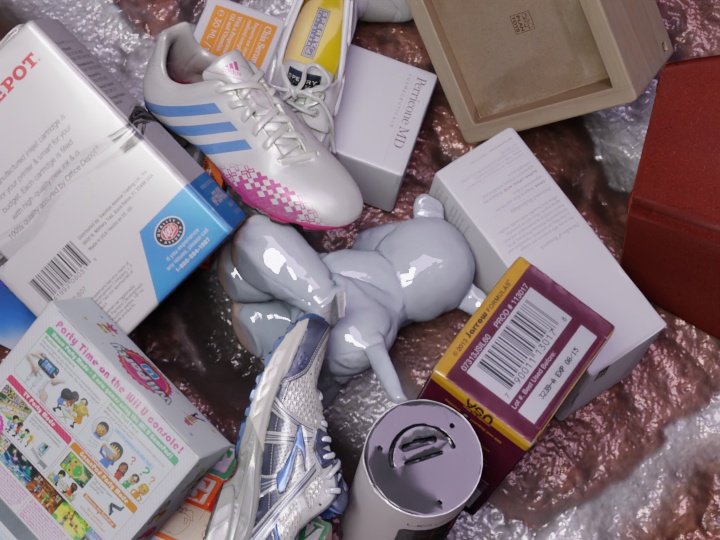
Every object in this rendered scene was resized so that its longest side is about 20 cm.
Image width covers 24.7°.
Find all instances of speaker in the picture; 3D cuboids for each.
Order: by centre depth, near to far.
[{"bbox_3d":[0.032,0.157,1.152,0.080,0.200,0.082,2,67,-5],"label":"speaker"}]

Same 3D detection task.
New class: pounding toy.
[{"bbox_3d":[0.124,-0.223,1.319,0.142,0.199,0.185,-46,117,-50],"label":"pounding toy"}]

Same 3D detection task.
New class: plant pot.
[{"bbox_3d":[0.304,-0.059,1.291,0.175,0.200,0.201,14,66,11],"label":"plant pot"}]

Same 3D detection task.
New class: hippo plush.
[{"bbox_3d":[0.000,0.000,1.231,0.160,0.200,0.160,-35,97,-27],"label":"hippo plush"}]

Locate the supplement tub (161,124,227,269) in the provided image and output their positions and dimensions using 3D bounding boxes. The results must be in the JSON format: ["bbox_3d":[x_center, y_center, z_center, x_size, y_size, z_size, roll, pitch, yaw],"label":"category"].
[{"bbox_3d":[-0.204,-0.066,1.260,0.198,0.123,0.123,11,66,-3],"label":"supplement tub"}]

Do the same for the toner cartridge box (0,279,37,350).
[{"bbox_3d":[-0.281,0.003,1.173,0.043,0.200,0.095,-49,47,6],"label":"toner cartridge box"}]

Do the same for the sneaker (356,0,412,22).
[{"bbox_3d":[0.013,-0.295,1.419,0.091,0.076,0.202,7,66,-23],"label":"sneaker"}]

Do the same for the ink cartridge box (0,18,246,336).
[{"bbox_3d":[-0.201,-0.056,1.151,0.146,0.084,0.200,-43,94,11],"label":"ink cartridge box"}]

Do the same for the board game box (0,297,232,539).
[{"bbox_3d":[-0.206,0.141,1.098,0.148,0.064,0.200,44,103,12],"label":"board game box"}]

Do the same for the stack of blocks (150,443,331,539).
[{"bbox_3d":[-0.121,0.180,1.168,0.199,0.059,0.115,21,53,15],"label":"stack of blocks"}]

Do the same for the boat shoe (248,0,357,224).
[{"bbox_3d":[-0.043,-0.137,1.247,0.074,0.086,0.203,17,79,2],"label":"boat shoe"}]

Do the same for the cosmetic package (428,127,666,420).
[{"bbox_3d":[0.136,0.004,1.279,0.081,0.113,0.200,-33,76,-18],"label":"cosmetic package"}]

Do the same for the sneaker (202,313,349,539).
[{"bbox_3d":[-0.045,0.130,1.110,0.085,0.077,0.201,17,78,-1],"label":"sneaker"}]

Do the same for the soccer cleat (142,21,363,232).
[{"bbox_3d":[-0.079,-0.104,1.181,0.199,0.087,0.070,34,45,19],"label":"soccer cleat"}]

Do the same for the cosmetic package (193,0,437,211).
[{"bbox_3d":[-0.049,-0.136,1.336,0.199,0.071,0.102,19,66,1],"label":"cosmetic package"}]

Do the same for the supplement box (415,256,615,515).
[{"bbox_3d":[0.097,0.089,1.189,0.085,0.200,0.111,37,68,7],"label":"supplement box"}]
